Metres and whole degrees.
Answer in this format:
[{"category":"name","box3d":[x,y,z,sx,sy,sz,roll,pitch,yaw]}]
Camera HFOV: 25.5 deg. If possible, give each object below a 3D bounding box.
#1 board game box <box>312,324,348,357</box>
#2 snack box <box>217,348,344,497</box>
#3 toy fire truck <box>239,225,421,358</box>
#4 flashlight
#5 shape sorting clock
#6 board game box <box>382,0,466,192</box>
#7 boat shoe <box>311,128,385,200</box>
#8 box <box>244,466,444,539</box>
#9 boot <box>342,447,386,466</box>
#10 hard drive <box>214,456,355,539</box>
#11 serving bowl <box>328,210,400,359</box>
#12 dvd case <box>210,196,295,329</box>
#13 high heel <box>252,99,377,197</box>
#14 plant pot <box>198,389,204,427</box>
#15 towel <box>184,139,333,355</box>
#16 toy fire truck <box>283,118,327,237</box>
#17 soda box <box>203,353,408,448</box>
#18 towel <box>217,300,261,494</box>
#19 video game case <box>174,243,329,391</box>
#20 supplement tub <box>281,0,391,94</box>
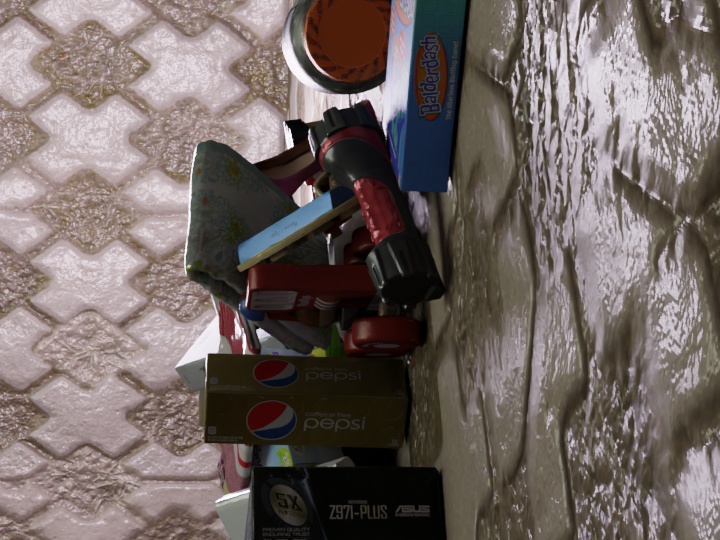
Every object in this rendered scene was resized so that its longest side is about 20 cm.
[{"category":"board game box","box3d":[-0.030,0.130,1.818,0.102,0.048,0.200,10,-101,-56]},{"category":"snack box","box3d":[-0.090,0.211,1.724,0.169,0.068,0.200,-111,33,-44]},{"category":"toy fire truck","box3d":[-0.031,0.022,1.525,0.200,0.168,0.112,124,147,-78]},{"category":"flashlight","box3d":[0.010,-0.057,1.393,0.068,0.068,0.200,58,-170,-51]},{"category":"shape sorting clock","box3d":[-0.031,-0.050,1.540,0.039,0.200,0.200,62,173,0]},{"category":"board game box","box3d":[0.053,-0.188,1.360,0.152,0.045,0.200,-101,14,-64]},{"category":"boat shoe","box3d":[-0.018,-0.093,1.827,0.200,0.074,0.076,100,177,-48]},{"category":"box","box3d":[-0.021,0.253,1.414,0.200,0.163,0.086,100,169,-57]},{"category":"boot","box3d":[-0.002,0.235,1.704,0.200,0.073,0.076,-103,6,-57]},{"category":"hard drive","box3d":[-0.053,0.269,1.600,0.200,0.027,0.132,-24,94,45]},{"category":"serving bowl","box3d":[0.000,0.000,1.722,0.200,0.066,0.200,-179,90,-84]},{"category":"dvd case","box3d":[-0.122,-0.012,1.887,0.018,0.143,0.200,41,-165,-35]},{"category":"high heel","box3d":[-0.075,-0.140,1.838,0.067,0.200,0.096,50,151,46]},{"category":"plant pot","box3d":[-0.105,0.150,2.013,0.187,0.200,0.188,179,90,-86]},{"category":"towel","box3d":[-0.103,-0.022,1.653,0.048,0.200,0.171,-30,43,27]},{"category":"toy fire truck","box3d":[-0.047,-0.090,1.994,0.176,0.128,0.200,-125,25,-79]},{"category":"soda box","box3d":[-0.055,0.129,1.575,0.064,0.200,0.068,-97,11,-55]},{"category":"towel","box3d":[-0.134,0.127,1.690,0.144,0.023,0.200,-116,28,-54]},{"category":"video game case","box3d":[-0.106,0.053,1.920,0.045,0.181,0.200,54,-137,-18]},{"category":"supplement tub","box3d":[-0.018,-0.246,1.671,0.200,0.122,0.123,-135,47,-81]}]
